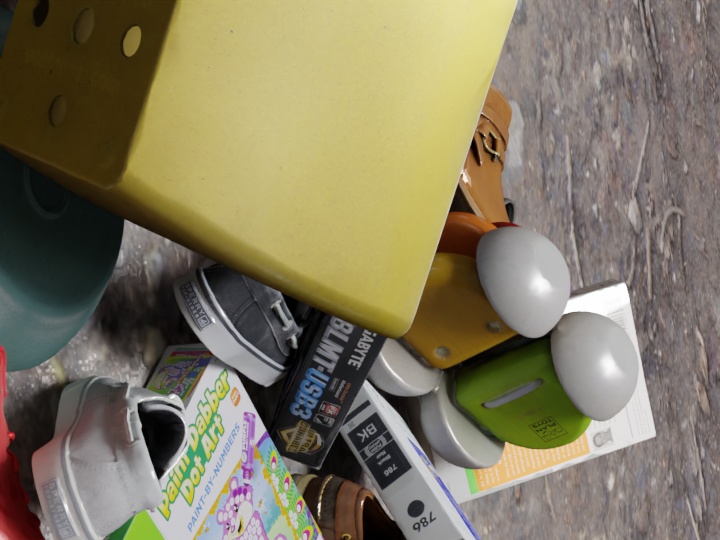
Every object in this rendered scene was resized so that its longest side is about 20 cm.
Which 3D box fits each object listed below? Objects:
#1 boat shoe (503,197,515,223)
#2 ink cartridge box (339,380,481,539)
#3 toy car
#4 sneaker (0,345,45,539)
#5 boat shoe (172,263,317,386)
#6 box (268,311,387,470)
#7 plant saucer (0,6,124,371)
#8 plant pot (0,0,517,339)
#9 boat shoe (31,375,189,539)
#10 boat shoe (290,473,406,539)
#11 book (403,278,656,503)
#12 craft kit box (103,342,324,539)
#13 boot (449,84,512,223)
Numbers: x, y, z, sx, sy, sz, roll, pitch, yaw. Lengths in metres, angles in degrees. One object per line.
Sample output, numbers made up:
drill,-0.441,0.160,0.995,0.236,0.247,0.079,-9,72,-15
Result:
boat shoe,0.098,0.027,1.452,0.067,0.057,0.201,38,52,-56
ink cartridge box,0.043,0.163,1.208,0.200,0.039,0.100,54,2,40
toy car,0.105,0.041,1.288,0.200,0.175,0.150,48,35,-21
sneaker,-0.177,0.106,0.848,0.200,0.078,0.116,58,37,-44
boat shoe,-0.058,0.021,1.064,0.072,0.068,0.200,61,4,14
box,0.000,0.000,1.145,0.200,0.049,0.199,114,-7,-51
plant saucer,-0.180,-0.047,0.919,0.200,0.036,0.201,21,67,-61
plant pot,-0.071,-0.099,0.866,0.176,0.200,0.201,13,97,-43
boat shoe,-0.123,0.091,0.898,0.200,0.068,0.072,-85,159,-88
boat shoe,0.009,0.214,1.220,0.200,0.067,0.072,58,36,-43
book,0.136,0.097,1.385,0.048,0.199,0.134,-167,-117,-70
craft kit box,-0.097,0.182,1.039,0.198,0.048,0.200,62,33,-33
boot,0.098,-0.071,1.421,0.200,0.077,0.156,38,49,-21
